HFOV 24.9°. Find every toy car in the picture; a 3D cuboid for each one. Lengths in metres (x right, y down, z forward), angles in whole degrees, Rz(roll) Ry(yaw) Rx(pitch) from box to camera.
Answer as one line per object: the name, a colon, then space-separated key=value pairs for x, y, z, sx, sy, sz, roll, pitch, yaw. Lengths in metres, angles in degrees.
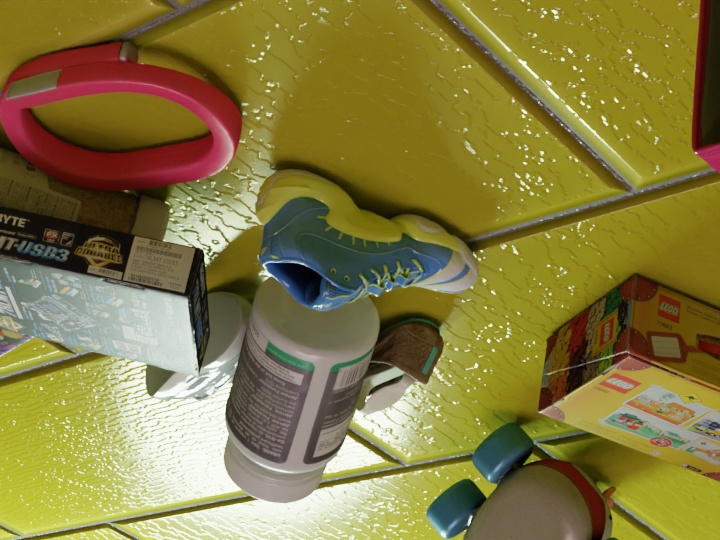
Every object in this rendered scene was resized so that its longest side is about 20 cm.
toy car: x=0.208 y=0.253 z=1.664 sx=0.200 sy=0.184 sz=0.177 roll=-15 pitch=147 yaw=-50

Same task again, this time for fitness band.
fitness band: x=-0.187 y=-0.115 z=1.256 sx=0.199 sy=0.038 sz=0.144 roll=-5 pitch=149 yaw=28

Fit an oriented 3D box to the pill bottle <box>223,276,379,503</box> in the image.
pill bottle: x=-0.058 y=0.106 z=1.445 sx=0.113 sy=0.113 sz=0.200 roll=14 pitch=128 yaw=-5

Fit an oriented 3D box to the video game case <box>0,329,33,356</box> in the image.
video game case: x=-0.370 y=0.001 z=1.478 sx=0.200 sy=0.036 sz=0.181 roll=34 pitch=142 yaw=-29

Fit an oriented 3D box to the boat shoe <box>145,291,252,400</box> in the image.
boat shoe: x=-0.135 y=0.074 z=1.536 sx=0.071 sy=0.070 sz=0.201 roll=9 pitch=155 yaw=-30

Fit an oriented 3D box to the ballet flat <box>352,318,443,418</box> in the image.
ballet flat: x=0.000 y=0.104 z=1.521 sx=0.068 sy=0.073 sz=0.200 roll=31 pitch=145 yaw=-33

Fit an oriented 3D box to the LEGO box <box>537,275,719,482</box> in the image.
LEGO box: x=0.277 y=0.098 z=1.412 sx=0.199 sy=0.077 sz=0.149 roll=22 pitch=148 yaw=-17

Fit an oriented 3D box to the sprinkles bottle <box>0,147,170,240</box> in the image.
sprinkles bottle: x=-0.260 y=-0.055 z=1.345 sx=0.199 sy=0.068 sz=0.068 roll=19 pitch=149 yaw=-13

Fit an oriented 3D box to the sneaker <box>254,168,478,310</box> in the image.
sneaker: x=0.000 y=0.000 z=1.312 sx=0.199 sy=0.105 sz=0.076 roll=22 pitch=149 yaw=-17

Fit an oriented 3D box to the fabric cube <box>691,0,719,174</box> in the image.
fabric cube: x=0.324 y=-0.122 z=0.904 sx=0.200 sy=0.197 sz=0.199 roll=-19 pitch=138 yaw=41

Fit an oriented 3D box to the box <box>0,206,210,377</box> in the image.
box: x=-0.226 y=0.017 z=1.341 sx=0.198 sy=0.050 sz=0.200 roll=14 pitch=158 yaw=3
